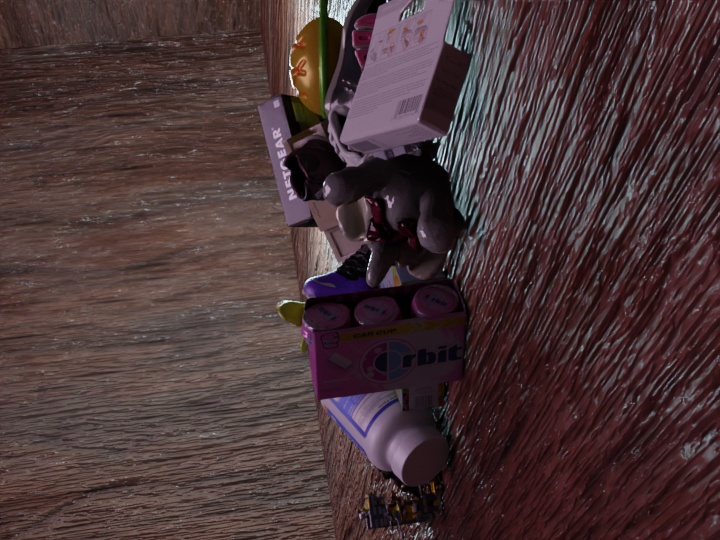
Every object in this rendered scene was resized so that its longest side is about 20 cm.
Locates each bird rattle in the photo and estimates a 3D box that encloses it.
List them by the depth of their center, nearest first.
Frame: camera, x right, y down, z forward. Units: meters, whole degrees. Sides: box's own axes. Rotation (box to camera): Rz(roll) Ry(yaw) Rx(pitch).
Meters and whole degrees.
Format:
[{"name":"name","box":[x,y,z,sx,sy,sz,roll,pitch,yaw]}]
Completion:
[{"name":"bird rattle","box":[-0.029,0.048,1.695,0.113,0.199,0.163,53,-177,-3]}]

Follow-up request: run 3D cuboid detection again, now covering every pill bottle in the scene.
[{"name":"pill bottle","box":[0.036,0.210,1.538,0.200,0.111,0.113,42,143,44]}]

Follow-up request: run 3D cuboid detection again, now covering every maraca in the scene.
[{"name":"maraca","box":[-0.054,-0.330,1.647,0.137,0.105,0.203,110,159,-79]}]

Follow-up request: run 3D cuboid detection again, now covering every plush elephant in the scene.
[{"name":"plush elephant","box":[0.041,-0.055,1.301,0.200,0.163,0.156,-58,-13,-54]}]

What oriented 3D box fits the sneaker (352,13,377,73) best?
[{"name":"sneaker","box":[0.042,-0.240,1.451,0.087,0.073,0.203,-41,-65,-76]}]

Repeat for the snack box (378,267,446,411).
[{"name":"snack box","box":[0.068,0.059,1.487,0.169,0.067,0.202,-110,15,-59]}]

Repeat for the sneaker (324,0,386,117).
[{"name":"sneaker","box":[0.026,-0.303,1.565,0.105,0.074,0.203,13,88,38]}]

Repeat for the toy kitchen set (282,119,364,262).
[{"name":"toy kitchen set","box":[0.023,-0.153,1.662,0.180,0.162,0.202,-37,-75,-56]}]

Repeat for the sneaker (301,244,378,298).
[{"name":"sneaker","box":[0.000,0.000,1.569,0.069,0.199,0.101,30,113,40]}]

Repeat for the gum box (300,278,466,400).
[{"name":"gum box","box":[0.025,0.085,1.336,0.067,0.197,0.115,-106,12,-50]}]

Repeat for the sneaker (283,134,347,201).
[{"name":"sneaker","box":[-0.031,-0.103,1.535,0.076,0.199,0.115,-57,-11,32]}]

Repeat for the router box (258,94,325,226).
[{"name":"router box","box":[-0.075,-0.172,1.741,0.156,0.052,0.203,-4,-103,-57]}]

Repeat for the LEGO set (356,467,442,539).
[{"name":"LEGO set","box":[0.048,0.320,1.642,0.200,0.114,0.156,132,131,-79]}]

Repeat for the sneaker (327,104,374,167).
[{"name":"sneaker","box":[0.015,-0.140,1.478,0.201,0.075,0.081,54,180,11]}]

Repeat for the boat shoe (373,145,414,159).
[{"name":"boat shoe","box":[0.060,-0.130,1.402,0.066,0.071,0.202,-41,-67,-47]}]

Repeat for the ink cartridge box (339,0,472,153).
[{"name":"ink cartridge box","box":[0.058,-0.231,1.233,0.199,0.044,0.178,0,71,64]}]
